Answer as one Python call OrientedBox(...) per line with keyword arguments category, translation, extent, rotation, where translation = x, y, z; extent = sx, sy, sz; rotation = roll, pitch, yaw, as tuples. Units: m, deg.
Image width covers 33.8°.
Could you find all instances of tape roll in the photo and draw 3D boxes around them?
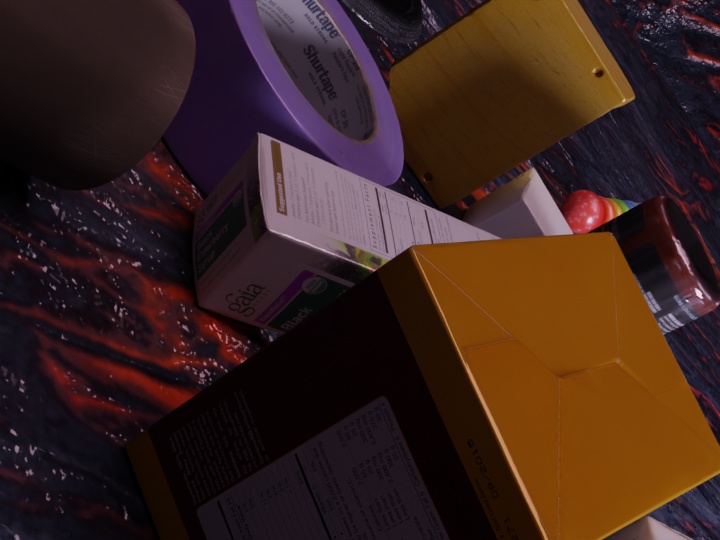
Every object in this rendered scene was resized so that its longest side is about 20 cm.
OrientedBox(category="tape roll", translation=(-0.060, -0.126, 0.811), extent=(0.200, 0.084, 0.202), rotation=(44, 29, -32))

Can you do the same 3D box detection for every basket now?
OrientedBox(category="basket", translation=(-0.177, -0.129, 0.526), extent=(0.200, 0.135, 0.182), rotation=(38, 27, -48))

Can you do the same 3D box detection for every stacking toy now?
OrientedBox(category="stacking toy", translation=(0.317, -0.058, 1.515), extent=(0.199, 0.085, 0.086), rotation=(11, 53, -53))

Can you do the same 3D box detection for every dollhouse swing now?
OrientedBox(category="dollhouse swing", translation=(0.139, -0.180, 1.125), extent=(0.182, 0.198, 0.176), rotation=(52, 26, -18))

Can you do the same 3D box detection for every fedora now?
OrientedBox(category="fedora", translation=(-0.031, -0.251, 0.997), extent=(0.201, 0.091, 0.202), rotation=(45, 28, -32))

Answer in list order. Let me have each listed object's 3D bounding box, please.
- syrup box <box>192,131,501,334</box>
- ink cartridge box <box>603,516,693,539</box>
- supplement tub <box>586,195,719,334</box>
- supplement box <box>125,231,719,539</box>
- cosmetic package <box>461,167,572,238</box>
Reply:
OrientedBox(category="syrup box", translation=(0.000, 0.000, 0.733), extent=(0.198, 0.079, 0.082), rotation=(20, 43, -32))
OrientedBox(category="ink cartridge box", translation=(0.092, 0.231, 0.575), extent=(0.083, 0.199, 0.147), rotation=(31, 37, -44))
OrientedBox(category="supplement tub", translation=(0.196, 0.026, 1.012), extent=(0.107, 0.198, 0.108), rotation=(45, 29, -33))
OrientedBox(category="supplement box", translation=(0.034, 0.090, 0.578), extent=(0.196, 0.199, 0.134), rotation=(-5, 66, -54))
OrientedBox(category="cosmetic package", translation=(0.179, 0.017, 1.131), extent=(0.201, 0.084, 0.108), rotation=(57, 23, -8))
